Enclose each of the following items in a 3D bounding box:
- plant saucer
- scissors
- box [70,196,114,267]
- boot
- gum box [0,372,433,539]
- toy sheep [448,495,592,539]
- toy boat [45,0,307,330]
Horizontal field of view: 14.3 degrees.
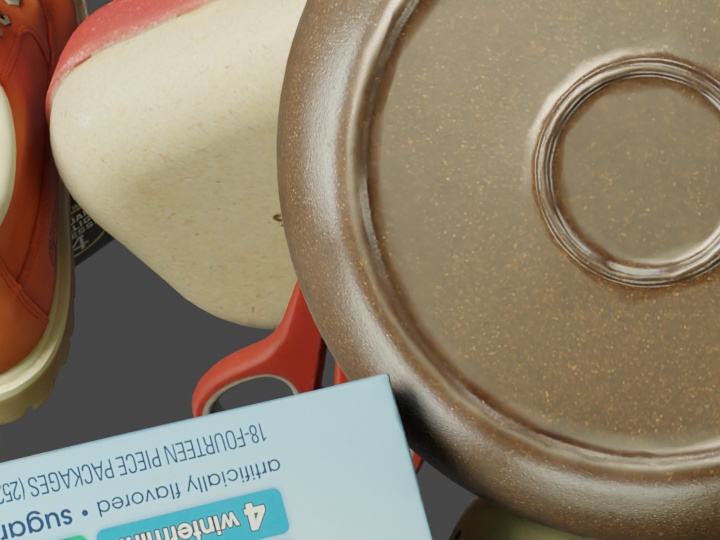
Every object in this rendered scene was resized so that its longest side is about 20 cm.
[{"bbox_3d":[0.073,-0.026,0.716,0.199,0.032,0.201,2,99,12],"label":"plant saucer"},{"bbox_3d":[0.000,0.000,0.817,0.073,0.014,0.200,18,136,0],"label":"scissors"},{"bbox_3d":[-0.195,-0.048,0.943,0.161,0.049,0.200,-35,66,-13],"label":"box"},{"bbox_3d":[-0.122,-0.066,0.863,0.075,0.107,0.201,-8,61,0],"label":"boot"},{"bbox_3d":[-0.050,0.141,0.692,0.045,0.169,0.201,142,115,-70],"label":"gum box"},{"bbox_3d":[0.082,0.142,0.770,0.138,0.138,0.200,-40,65,22],"label":"toy sheep"},{"bbox_3d":[0.009,-0.075,0.844,0.200,0.130,0.131,-19,48,28],"label":"toy boat"}]
